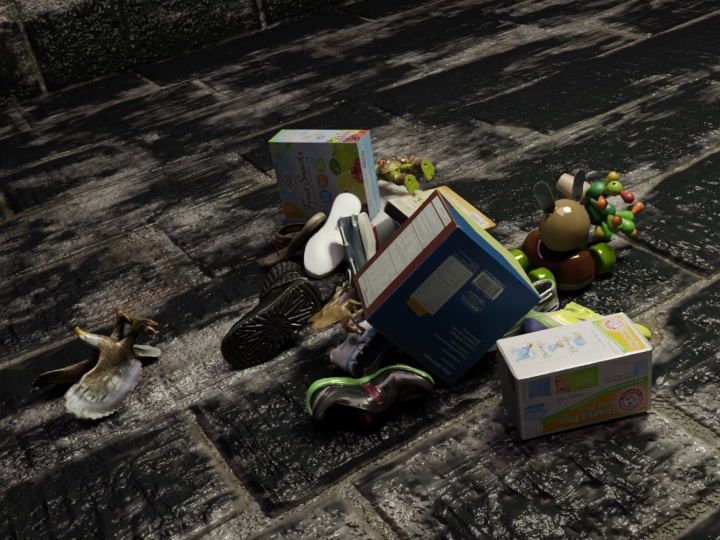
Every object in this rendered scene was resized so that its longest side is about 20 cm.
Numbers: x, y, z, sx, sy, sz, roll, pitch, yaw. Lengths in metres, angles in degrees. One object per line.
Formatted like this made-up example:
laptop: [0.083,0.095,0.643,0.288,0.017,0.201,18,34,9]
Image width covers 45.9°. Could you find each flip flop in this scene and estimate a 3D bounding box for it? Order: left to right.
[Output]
flip flop: [-0.136,-0.067,1.688,0.081,0.058,0.200,-45,3,-41]

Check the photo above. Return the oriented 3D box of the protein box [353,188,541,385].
protein box: [0.131,0.028,1.324,0.200,0.198,0.135,-45,27,15]

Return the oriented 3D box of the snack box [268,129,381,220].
snack box: [-0.070,-0.188,1.681,0.198,0.171,0.068,5,32,27]

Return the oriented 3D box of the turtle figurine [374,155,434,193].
turtle figurine: [0.075,-0.205,1.744,0.199,0.065,0.160,-29,24,-32]

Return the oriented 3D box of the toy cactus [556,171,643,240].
toy cactus: [0.441,-0.130,1.569,0.165,0.200,0.103,38,89,22]

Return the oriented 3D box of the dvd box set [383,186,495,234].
dvd box set: [0.157,-0.103,1.675,0.146,0.030,0.199,41,35,24]

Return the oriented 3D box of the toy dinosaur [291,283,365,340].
toy dinosaur: [-0.049,0.073,1.440,0.101,0.059,0.199,-37,18,-32]

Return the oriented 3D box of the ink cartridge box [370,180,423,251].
ink cartridge box: [0.024,-0.100,1.755,0.199,0.084,0.145,-32,36,-33]

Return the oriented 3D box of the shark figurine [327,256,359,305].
shark figurine: [-0.013,-0.005,1.609,0.126,0.090,0.215,-8,32,0]

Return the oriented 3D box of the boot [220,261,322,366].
boot: [-0.169,0.076,1.518,0.210,0.080,0.158,-35,24,-10]

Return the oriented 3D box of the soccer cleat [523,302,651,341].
soccer cleat: [0.358,0.086,1.353,0.197,0.065,0.085,0,61,20]

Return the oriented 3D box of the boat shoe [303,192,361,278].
boat shoe: [-0.052,-0.054,1.585,0.070,0.064,0.201,26,53,2]

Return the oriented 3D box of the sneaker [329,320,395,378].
sneaker: [0.022,0.102,1.437,0.086,0.076,0.199,11,35,40]

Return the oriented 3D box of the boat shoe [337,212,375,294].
boat shoe: [0.000,0.000,1.510,0.061,0.203,0.075,-11,2,16]

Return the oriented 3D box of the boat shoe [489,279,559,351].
boat shoe: [0.246,0.073,1.426,0.198,0.063,0.072,-25,34,-22]

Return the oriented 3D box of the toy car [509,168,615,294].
toy car: [0.350,-0.078,1.511,0.163,0.202,0.158,-21,32,-19]

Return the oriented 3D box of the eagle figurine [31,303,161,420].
eagle figurine: [-0.443,0.156,1.453,0.201,0.150,0.152,-58,5,-17]

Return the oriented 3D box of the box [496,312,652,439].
box: [0.309,0.151,1.229,0.197,0.114,0.102,-13,29,-3]

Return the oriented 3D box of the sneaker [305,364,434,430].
sneaker: [0.017,0.200,1.288,0.197,0.077,0.084,-12,48,1]
